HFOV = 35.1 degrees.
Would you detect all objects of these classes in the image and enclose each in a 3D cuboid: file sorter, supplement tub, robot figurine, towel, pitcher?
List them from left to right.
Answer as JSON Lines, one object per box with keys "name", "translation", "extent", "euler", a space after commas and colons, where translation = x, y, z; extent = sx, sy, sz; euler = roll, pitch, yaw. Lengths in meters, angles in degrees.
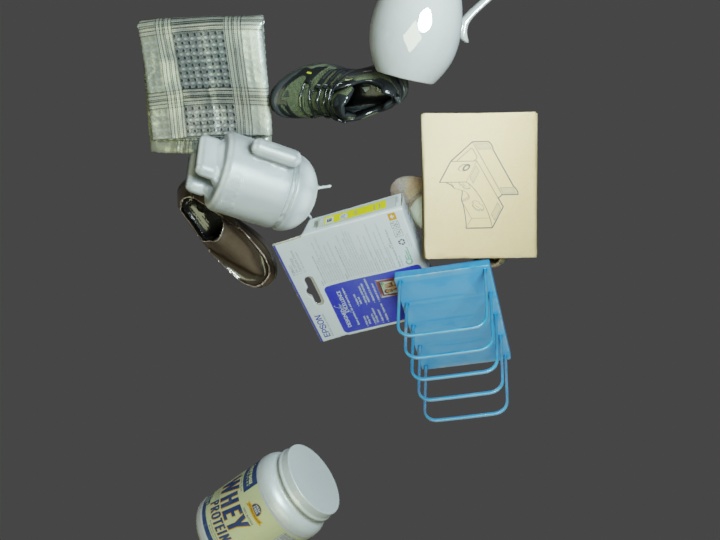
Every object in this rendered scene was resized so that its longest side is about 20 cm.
{"name": "towel", "translation": [-0.221, -0.259, 1.626], "extent": [0.190, 0.035, 0.202], "euler": [0, 112, 9]}
{"name": "robot figurine", "translation": [-0.145, -0.124, 1.609], "extent": [0.198, 0.114, 0.170], "euler": [16, 146, -20]}
{"name": "supplement tub", "translation": [-0.146, 0.379, 1.807], "extent": [0.199, 0.145, 0.145], "euler": [-37, 102, 20]}
{"name": "pitcher", "translation": [0.105, -0.348, 1.503], "extent": [0.169, 0.121, 0.202], "euler": [11, 102, -12]}
{"name": "file sorter", "translation": [0.135, 0.105, 1.629], "extent": [0.137, 0.124, 0.201], "euler": [-8, 133, 12]}

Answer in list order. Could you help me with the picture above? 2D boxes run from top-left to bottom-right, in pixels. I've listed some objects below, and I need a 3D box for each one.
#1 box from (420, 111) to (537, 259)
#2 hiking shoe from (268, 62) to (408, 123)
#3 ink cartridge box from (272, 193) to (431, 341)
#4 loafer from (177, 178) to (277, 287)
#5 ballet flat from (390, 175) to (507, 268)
{"name": "box", "translation": [0.164, -0.117, 1.581], "extent": [0.161, 0.021, 0.203], "euler": [-1, 96, -4]}
{"name": "hiking shoe", "translation": [-0.036, -0.244, 1.566], "extent": [0.197, 0.101, 0.077], "euler": [-7, 109, 11]}
{"name": "ink cartridge box", "translation": [0.000, 0.000, 1.662], "extent": [0.198, 0.047, 0.199], "euler": [-13, 126, 16]}
{"name": "loafer", "translation": [-0.206, -0.046, 1.687], "extent": [0.073, 0.071, 0.200], "euler": [-40, 101, 21]}
{"name": "ballet flat", "translation": [0.129, -0.068, 1.627], "extent": [0.199, 0.067, 0.068], "euler": [30, 114, -3]}
